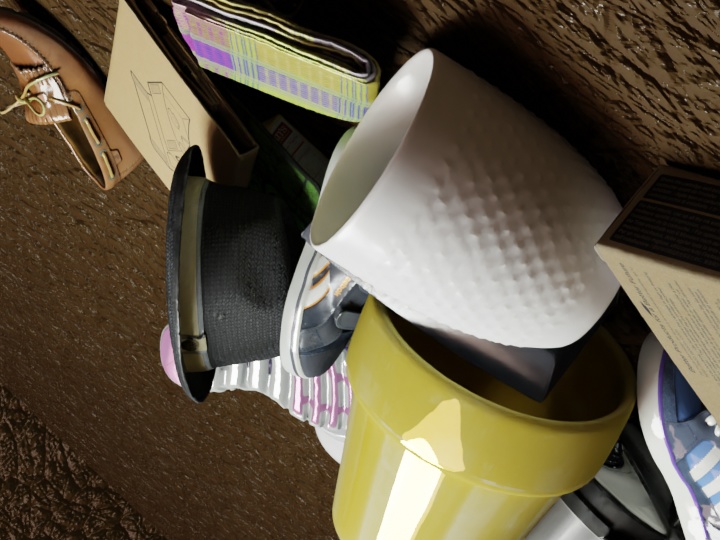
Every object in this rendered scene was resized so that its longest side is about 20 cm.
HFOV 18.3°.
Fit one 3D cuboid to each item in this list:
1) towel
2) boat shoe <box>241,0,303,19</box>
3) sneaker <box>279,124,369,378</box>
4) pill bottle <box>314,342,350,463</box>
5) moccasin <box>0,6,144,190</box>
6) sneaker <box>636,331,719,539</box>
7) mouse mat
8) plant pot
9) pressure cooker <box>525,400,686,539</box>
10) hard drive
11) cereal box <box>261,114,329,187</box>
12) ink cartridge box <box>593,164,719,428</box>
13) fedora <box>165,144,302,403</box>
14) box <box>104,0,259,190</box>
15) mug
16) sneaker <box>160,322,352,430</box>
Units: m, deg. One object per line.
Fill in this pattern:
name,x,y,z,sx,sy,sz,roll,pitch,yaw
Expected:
towel,-0.053,-0.142,1.513,0.143,0.023,0.200,21,174,2
boat shoe,-0.065,-0.217,1.404,0.073,0.075,0.200,25,170,11
sneaker,0.000,0.000,1.641,0.079,0.078,0.201,25,115,20
pill bottle,0.025,0.134,1.970,0.112,0.113,0.200,30,172,28
moccasin,-0.268,-0.151,1.965,0.073,0.078,0.202,21,156,45
sneaker,0.286,0.126,1.560,0.146,0.081,0.201,-5,117,32
mouse mat,-0.080,-0.070,1.748,0.200,0.008,0.161,48,158,32
plant pot,0.071,0.121,1.595,0.200,0.200,0.190,33,121,18
pressure cooker,0.179,0.196,1.707,0.176,0.200,0.179,40,-157,7
hard drive,0.074,-0.010,1.532,0.199,0.135,0.042,35,137,9
cereal box,-0.026,-0.038,1.816,0.200,0.040,0.144,42,163,-11
ink cartridge box,0.258,0.038,1.352,0.164,0.075,0.200,21,156,50
fedora,-0.091,0.003,1.697,0.091,0.202,0.201,0,157,4
box,-0.146,-0.118,1.790,0.164,0.021,0.200,53,160,11
mug,0.077,-0.042,1.447,0.175,0.148,0.200,31,-164,-13
sneaker,-0.063,0.068,1.874,0.199,0.089,0.081,15,120,13
